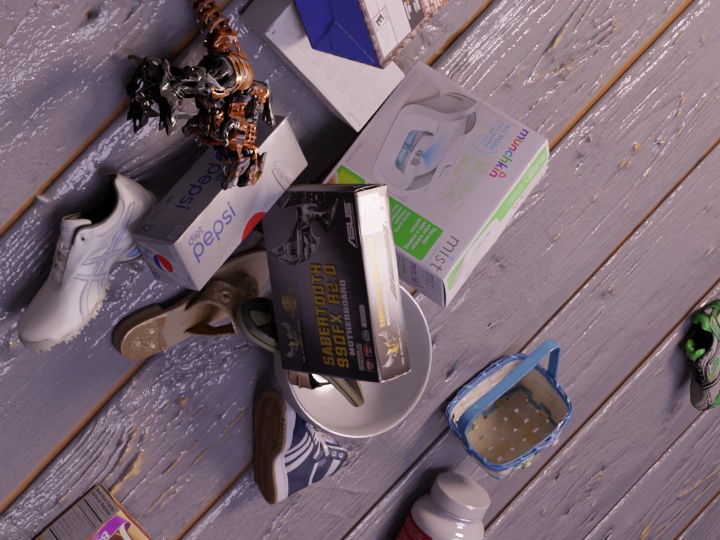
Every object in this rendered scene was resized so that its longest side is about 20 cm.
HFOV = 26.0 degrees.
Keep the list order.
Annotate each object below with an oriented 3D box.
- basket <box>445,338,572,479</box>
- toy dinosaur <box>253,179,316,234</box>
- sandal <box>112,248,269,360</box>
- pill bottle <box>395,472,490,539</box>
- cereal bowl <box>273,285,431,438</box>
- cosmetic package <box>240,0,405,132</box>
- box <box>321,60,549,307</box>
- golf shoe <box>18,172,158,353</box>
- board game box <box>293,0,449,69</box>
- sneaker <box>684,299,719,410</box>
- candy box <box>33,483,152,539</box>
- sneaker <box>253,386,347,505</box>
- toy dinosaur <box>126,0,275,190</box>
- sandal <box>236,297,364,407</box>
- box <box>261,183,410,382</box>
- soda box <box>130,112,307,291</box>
[{"bbox_3d":[0.207,0.189,2.141,0.176,0.139,0.200,-38,151,-12],"label":"basket"},{"bbox_3d":[-0.087,-0.069,1.719,0.088,0.047,0.200,-52,147,11],"label":"toy dinosaur"},{"bbox_3d":[-0.165,0.054,1.722,0.211,0.070,0.078,-28,138,-25],"label":"sandal"},{"bbox_3d":[0.109,0.396,2.247,0.112,0.112,0.200,1,121,-45],"label":"pill bottle"},{"bbox_3d":[-0.019,0.098,1.861,0.200,0.083,0.201,-1,91,-29],"label":"cereal bowl"},{"bbox_3d":[-0.037,-0.232,1.617,0.083,0.051,0.200,-51,142,-3],"label":"cosmetic package"},{"bbox_3d":[0.078,-0.093,1.705,0.200,0.176,0.097,-52,164,-14],"label":"box"},{"bbox_3d":[-0.285,-0.013,1.555,0.200,0.078,0.097,-52,137,-12],"label":"golf shoe"},{"bbox_3d":[0.025,-0.325,1.510,0.200,0.097,0.160,-48,139,-26],"label":"board game box"},{"bbox_3d":[0.549,0.138,2.495,0.085,0.078,0.200,-16,123,-26],"label":"sneaker"},{"bbox_3d":[-0.343,0.354,1.819,0.200,0.056,0.117,-40,141,-9],"label":"candy box"},{"bbox_3d":[-0.072,0.202,1.938,0.108,0.070,0.200,-20,141,-25],"label":"sneaker"},{"bbox_3d":[-0.150,-0.177,1.511,0.135,0.200,0.102,-15,171,-28],"label":"toy dinosaur"},{"bbox_3d":[-0.070,0.095,1.754,0.057,0.080,0.201,-40,126,23],"label":"sandal"},{"bbox_3d":[-0.029,0.009,1.623,0.048,0.158,0.201,-16,103,-41],"label":"box"},{"bbox_3d":[-0.140,-0.073,1.582,0.200,0.063,0.068,-52,136,-31],"label":"soda box"}]
